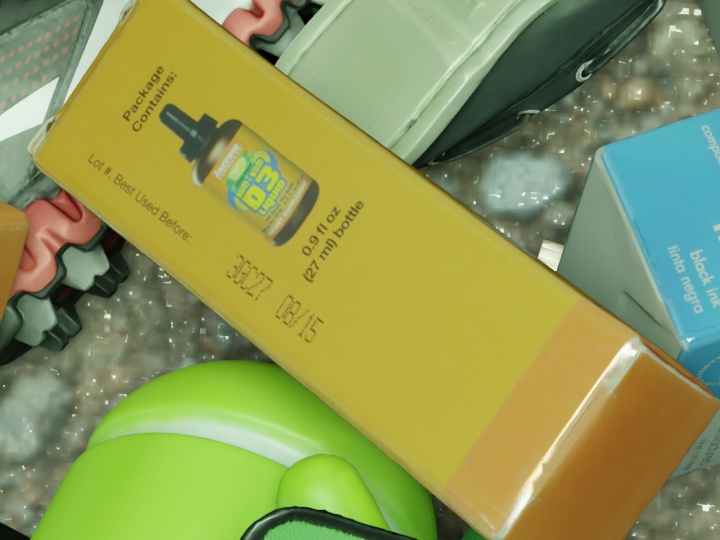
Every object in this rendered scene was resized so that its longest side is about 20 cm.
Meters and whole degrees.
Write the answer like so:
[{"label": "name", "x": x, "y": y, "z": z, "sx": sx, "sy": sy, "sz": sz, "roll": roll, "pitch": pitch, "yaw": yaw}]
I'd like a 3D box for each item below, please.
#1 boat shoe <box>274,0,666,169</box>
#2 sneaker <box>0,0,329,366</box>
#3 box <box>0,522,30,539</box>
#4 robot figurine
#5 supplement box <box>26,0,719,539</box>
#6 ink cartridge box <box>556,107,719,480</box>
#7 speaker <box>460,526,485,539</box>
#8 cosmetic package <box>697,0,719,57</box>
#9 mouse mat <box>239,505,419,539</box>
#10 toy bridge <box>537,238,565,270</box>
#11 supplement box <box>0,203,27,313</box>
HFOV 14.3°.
[{"label": "boat shoe", "x": 0.058, "y": -0.094, "z": 0.866, "sx": 0.199, "sy": 0.066, "sz": 0.075, "roll": -47, "pitch": 72, "yaw": 11}, {"label": "sneaker", "x": -0.076, "y": -0.069, "z": 0.904, "sx": 0.098, "sy": 0.071, "sz": 0.201, "roll": 43, "pitch": 86, "yaw": 5}, {"label": "box", "x": -0.222, "y": 0.102, "z": 0.854, "sx": 0.199, "sy": 0.124, "sz": 0.149, "roll": 26, "pitch": 87, "yaw": 5}, {"label": "robot figurine", "x": -0.048, "y": 0.111, "z": 0.830, "sx": 0.115, "sy": 0.175, "sz": 0.200, "roll": 35, "pitch": 53, "yaw": -13}, {"label": "supplement box", "x": 0.000, "y": 0.000, "z": 0.792, "sx": 0.200, "sy": 0.069, "sz": 0.067, "roll": 38, "pitch": 95, "yaw": 30}, {"label": "ink cartridge box", "x": 0.163, "y": -0.012, "z": 0.843, "sx": 0.199, "sy": 0.116, "sz": 0.067, "roll": -18, "pitch": 67, "yaw": -12}, {"label": "speaker", "x": 0.040, "y": 0.182, "z": 0.854, "sx": 0.088, "sy": 0.088, "sz": 0.201, "roll": 16, "pitch": 82, "yaw": 5}, {"label": "cosmetic package", "x": 0.195, "y": -0.143, "z": 0.905, "sx": 0.199, "sy": 0.071, "sz": 0.102, "roll": -21, "pitch": 81, "yaw": -2}, {"label": "mouse mat", "x": 0.007, "y": 0.173, "z": 0.772, "sx": 0.160, "sy": 0.008, "sz": 0.201, "roll": 20, "pitch": 95, "yaw": -23}, {"label": "toy bridge", "x": 0.054, "y": 0.024, "z": 0.907, "sx": 0.199, "sy": 0.027, "sz": 0.068, "roll": 18, "pitch": 83, "yaw": 4}, {"label": "supplement box", "x": -0.203, "y": -0.025, "z": 0.866, "sx": 0.199, "sy": 0.066, "sz": 0.069, "roll": 24, "pitch": 104, "yaw": 22}]
